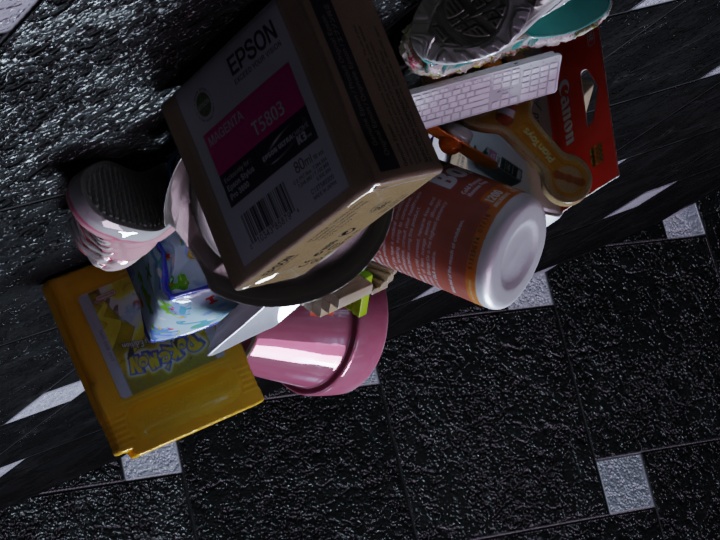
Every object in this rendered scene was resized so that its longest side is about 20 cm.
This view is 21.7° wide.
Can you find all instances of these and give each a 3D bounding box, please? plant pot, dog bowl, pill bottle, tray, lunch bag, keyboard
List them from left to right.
[{"bbox_3d":[-0.125,-0.024,1.866,0.198,0.129,0.170,-14,168,-16],"label":"lunch bag"},{"bbox_3d":[-0.085,0.030,1.861,0.107,0.022,0.200,-40,175,18],"label":"tray"},{"bbox_3d":[-0.072,-0.067,1.610,0.199,0.201,0.059,-28,-146,7],"label":"dog bowl"},{"bbox_3d":[-0.094,0.056,2.310,0.178,0.202,0.200,2,155,-42],"label":"plant pot"},{"bbox_3d":[0.064,-0.048,1.758,0.112,0.199,0.113,-40,142,-41],"label":"pill bottle"},{"bbox_3d":[0.082,-0.149,1.657,0.198,0.011,0.057,-16,144,-9],"label":"keyboard"}]

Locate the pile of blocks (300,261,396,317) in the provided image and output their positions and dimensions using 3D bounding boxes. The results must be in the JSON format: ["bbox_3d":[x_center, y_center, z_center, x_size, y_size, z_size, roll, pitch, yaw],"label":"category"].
[{"bbox_3d":[0.000,0.000,1.836,0.200,0.081,0.063,-54,158,-54],"label":"pile of blocks"}]

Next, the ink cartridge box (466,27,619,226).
[{"bbox_3d":[0.167,-0.143,1.804,0.043,0.202,0.173,11,151,-30],"label":"ink cartridge box"}]

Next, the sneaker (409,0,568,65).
[{"bbox_3d":[0.135,-0.232,1.575,0.199,0.078,0.099,-28,175,16],"label":"sneaker"}]

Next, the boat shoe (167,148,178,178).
[{"bbox_3d":[-0.072,-0.113,1.667,0.199,0.069,0.084,-29,172,6],"label":"boat shoe"}]

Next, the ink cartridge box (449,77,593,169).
[{"bbox_3d":[0.162,-0.107,2.018,0.200,0.075,0.166,-46,156,-42],"label":"ink cartridge box"}]

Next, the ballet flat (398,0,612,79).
[{"bbox_3d":[0.122,-0.219,1.654,0.198,0.076,0.064,-15,179,-13],"label":"ballet flat"}]

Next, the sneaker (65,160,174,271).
[{"bbox_3d":[-0.219,-0.040,1.630,0.104,0.076,0.200,-35,174,18],"label":"sneaker"}]

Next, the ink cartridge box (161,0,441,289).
[{"bbox_3d":[-0.049,-0.101,1.416,0.075,0.166,0.200,-14,166,-41],"label":"ink cartridge box"}]

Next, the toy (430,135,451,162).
[{"bbox_3d":[0.094,-0.148,1.975,0.200,0.047,0.116,-15,123,-63],"label":"toy"}]

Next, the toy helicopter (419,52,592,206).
[{"bbox_3d":[0.130,-0.134,1.714,0.132,0.200,0.079,-40,174,-15],"label":"toy helicopter"}]

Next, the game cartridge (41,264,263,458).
[{"bbox_3d":[-0.212,0.076,1.942,0.175,0.201,0.032,-22,174,-31],"label":"game cartridge"}]
